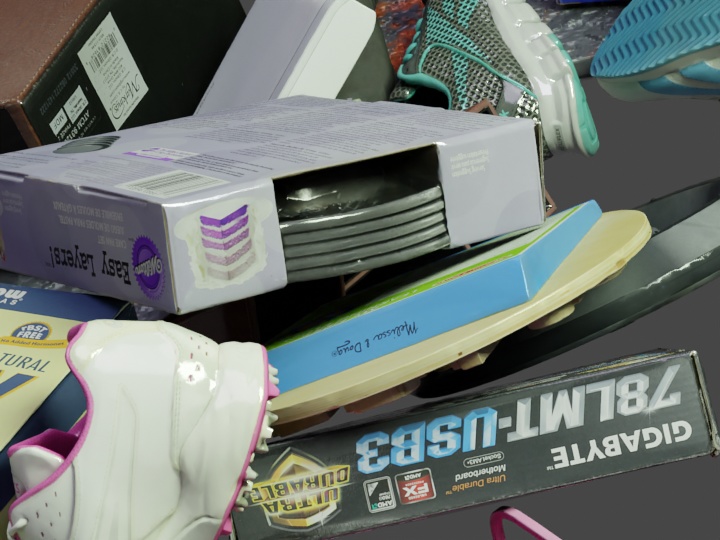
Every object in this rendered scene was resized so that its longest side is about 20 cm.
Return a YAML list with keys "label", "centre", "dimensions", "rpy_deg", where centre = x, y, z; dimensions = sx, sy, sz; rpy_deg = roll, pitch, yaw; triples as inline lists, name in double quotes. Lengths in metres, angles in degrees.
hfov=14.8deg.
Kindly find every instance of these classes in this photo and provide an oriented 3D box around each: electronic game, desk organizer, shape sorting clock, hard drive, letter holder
- label: "electronic game"
  centre: [0.109, 0.008, 1.263]
  dimensions: [0.200, 0.042, 0.200]
  rpy_deg: [-26, 4, 2]
- label: "desk organizer"
  centre: [0.000, 0.000, 1.303]
  dimensions: [0.077, 0.072, 0.200]
  rpy_deg: [-25, 11, 47]
- label: "shape sorting clock"
  centre: [0.029, 0.022, 1.147]
  dimensions: [0.200, 0.039, 0.200]
  rpy_deg: [-22, 4, 2]
- label: "hard drive"
  centre: [-0.049, -0.086, 1.392]
  dimensions: [0.132, 0.027, 0.200]
  rpy_deg: [-61, 13, 4]
- label: "letter holder"
  centre: [-0.174, -0.106, 1.514]
  dimensions: [0.142, 0.101, 0.200]
  rpy_deg: [-4, 38, 32]

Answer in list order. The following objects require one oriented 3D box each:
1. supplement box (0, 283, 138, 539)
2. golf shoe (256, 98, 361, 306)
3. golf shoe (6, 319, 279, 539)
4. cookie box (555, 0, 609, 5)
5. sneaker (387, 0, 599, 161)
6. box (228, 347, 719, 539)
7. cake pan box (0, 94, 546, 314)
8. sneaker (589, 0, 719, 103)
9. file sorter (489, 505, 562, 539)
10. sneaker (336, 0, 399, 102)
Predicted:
- label: "supplement box"
  centre: [-0.173, 0.138, 1.128]
  dimensions: [0.134, 0.200, 0.200]
  rpy_deg: [7, 37, 27]
- label: "golf shoe"
  centre: [-0.044, 0.006, 1.383]
  dimensions: [0.097, 0.078, 0.200]
  rpy_deg: [-20, 30, 43]
- label: "golf shoe"
  centre: [-0.102, 0.110, 1.049]
  dimensions: [0.091, 0.200, 0.075]
  rpy_deg: [21, 4, -10]
- label: "cookie box"
  centre: [0.210, -0.232, 1.560]
  dimensions: [0.200, 0.075, 0.171]
  rpy_deg: [-3, 40, 16]
- label: "sneaker"
  centre: [0.052, -0.115, 1.479]
  dimensions: [0.091, 0.078, 0.200]
  rpy_deg: [-24, 37, -4]
- label: "box"
  centre: [0.046, 0.075, 1.173]
  dimensions: [0.200, 0.050, 0.199]
  rpy_deg: [-14, -1, 2]
- label: "cake pan box"
  centre: [-0.047, -0.033, 1.171]
  dimensions: [0.184, 0.052, 0.200]
  rpy_deg: [-16, 15, -32]
- label: "sneaker"
  centre: [0.203, -0.111, 1.419]
  dimensions: [0.200, 0.081, 0.077]
  rpy_deg: [-6, 47, 47]
- label: "file sorter"
  centre: [0.029, 0.204, 1.049]
  dimensions: [0.200, 0.126, 0.139]
  rpy_deg: [-34, 41, -21]
- label: "sneaker"
  centre: [-0.025, -0.147, 1.530]
  dimensions: [0.076, 0.091, 0.200]
  rpy_deg: [-14, 39, 0]
